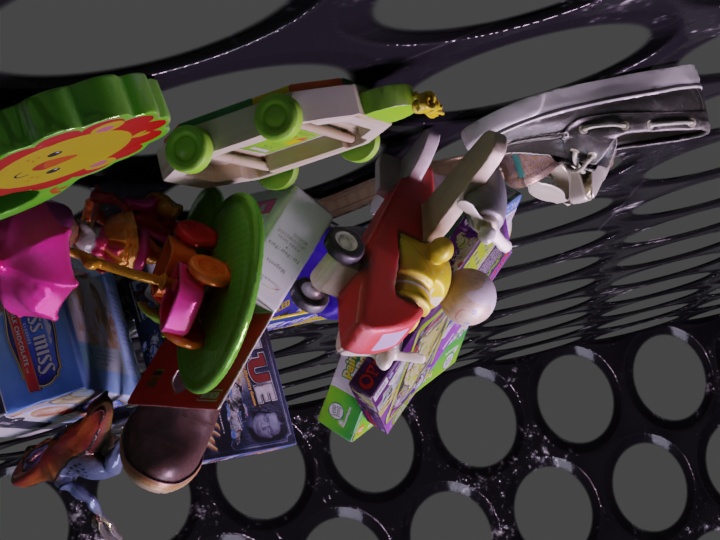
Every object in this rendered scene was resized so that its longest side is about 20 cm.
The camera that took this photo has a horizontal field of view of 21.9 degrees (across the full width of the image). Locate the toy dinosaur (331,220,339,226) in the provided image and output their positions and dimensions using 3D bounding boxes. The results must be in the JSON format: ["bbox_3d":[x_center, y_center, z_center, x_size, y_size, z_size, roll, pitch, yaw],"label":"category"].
[{"bbox_3d":[-0.092,-0.009,1.674,0.199,0.077,0.102,-6,175,-32],"label":"toy dinosaur"}]

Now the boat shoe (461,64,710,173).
[{"bbox_3d":[0.181,-0.113,1.481,0.199,0.064,0.071,-13,172,-5],"label":"boat shoe"}]

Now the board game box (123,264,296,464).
[{"bbox_3d":[-0.140,0.076,1.723,0.035,0.201,0.135,-22,169,40],"label":"board game box"}]

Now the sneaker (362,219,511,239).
[{"bbox_3d":[0.047,-0.034,1.807,0.199,0.075,0.088,-22,160,2],"label":"sneaker"}]

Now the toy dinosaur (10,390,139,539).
[{"bbox_3d":[-0.253,0.149,1.651,0.181,0.105,0.200,-13,141,22],"label":"toy dinosaur"}]

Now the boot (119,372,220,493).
[{"bbox_3d":[-0.132,0.072,1.536,0.200,0.072,0.167,-69,-177,-60],"label":"boot"}]

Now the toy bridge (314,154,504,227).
[{"bbox_3d":[0.038,-0.073,1.631,0.199,0.027,0.067,-16,172,9],"label":"toy bridge"}]

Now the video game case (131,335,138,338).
[{"bbox_3d":[-0.317,0.067,1.986,0.182,0.023,0.200,-16,171,12],"label":"video game case"}]

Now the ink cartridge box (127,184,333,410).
[{"bbox_3d":[-0.119,0.022,1.450,0.044,0.174,0.200,38,162,-20],"label":"ink cartridge box"}]

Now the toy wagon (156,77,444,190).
[{"bbox_3d":[-0.039,-0.098,1.296,0.199,0.040,0.155,-18,171,20],"label":"toy wagon"}]

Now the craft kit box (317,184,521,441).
[{"bbox_3d":[0.055,0.032,1.671,0.200,0.048,0.198,-32,145,-54],"label":"craft kit box"}]

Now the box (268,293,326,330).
[{"bbox_3d":[-0.051,0.015,1.918,0.199,0.070,0.064,-11,169,-23],"label":"box"}]

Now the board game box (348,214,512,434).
[{"bbox_3d":[0.062,0.038,1.592,0.200,0.032,0.120,-55,159,-12],"label":"board game box"}]

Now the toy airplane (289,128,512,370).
[{"bbox_3d":[0.047,-0.012,1.455,0.199,0.141,0.200,-56,-178,-5],"label":"toy airplane"}]

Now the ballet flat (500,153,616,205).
[{"bbox_3d":[0.173,-0.090,1.607,0.068,0.067,0.200,-19,171,33],"label":"ballet flat"}]

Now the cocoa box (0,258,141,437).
[{"bbox_3d":[-0.286,0.066,1.633,0.131,0.134,0.200,-17,172,6],"label":"cocoa box"}]

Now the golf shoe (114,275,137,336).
[{"bbox_3d":[-0.274,0.054,1.782,0.199,0.078,0.094,-14,172,5],"label":"golf shoe"}]

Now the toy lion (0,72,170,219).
[{"bbox_3d":[-0.215,-0.067,1.160,0.191,0.069,0.200,-19,174,-20],"label":"toy lion"}]

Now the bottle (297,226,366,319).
[{"bbox_3d":[0.000,0.000,1.682,0.065,0.084,0.200,-47,166,16],"label":"bottle"}]

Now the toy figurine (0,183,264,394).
[{"bbox_3d":[-0.186,-0.017,1.342,0.184,0.200,0.150,15,116,-22],"label":"toy figurine"}]
